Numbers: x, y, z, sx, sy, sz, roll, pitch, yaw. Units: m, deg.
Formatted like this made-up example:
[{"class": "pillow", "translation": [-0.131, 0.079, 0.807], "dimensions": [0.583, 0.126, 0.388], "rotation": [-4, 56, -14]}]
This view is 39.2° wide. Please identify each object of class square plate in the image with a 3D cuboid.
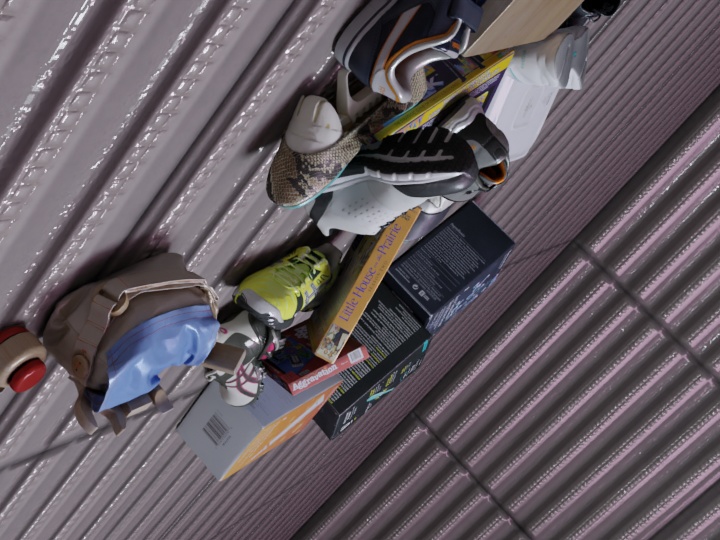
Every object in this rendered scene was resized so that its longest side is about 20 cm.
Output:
[{"class": "square plate", "translation": [0.197, -0.208, 1.238], "dimensions": [0.198, 0.028, 0.201], "rotation": [-22, 140, -53]}]

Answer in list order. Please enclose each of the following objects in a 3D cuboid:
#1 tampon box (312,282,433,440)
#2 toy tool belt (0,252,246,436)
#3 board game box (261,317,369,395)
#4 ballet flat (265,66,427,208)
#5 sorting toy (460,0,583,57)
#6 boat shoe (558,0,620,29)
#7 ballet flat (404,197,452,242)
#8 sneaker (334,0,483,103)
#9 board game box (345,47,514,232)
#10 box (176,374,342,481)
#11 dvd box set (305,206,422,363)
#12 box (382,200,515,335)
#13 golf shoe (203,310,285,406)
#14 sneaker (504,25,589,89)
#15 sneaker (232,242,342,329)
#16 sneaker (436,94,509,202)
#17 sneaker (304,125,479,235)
[{"class": "tampon box", "translation": [-0.008, 0.144, 1.601], "dimensions": [0.200, 0.126, 0.150], "rotation": [-38, 165, -21]}, {"class": "toy tool belt", "translation": [-0.195, 0.072, 0.835], "dimensions": [0.200, 0.123, 0.125], "rotation": [-30, 161, -45]}, {"class": "board game box", "translation": [-0.071, 0.102, 1.255], "dimensions": [0.103, 0.020, 0.200], "rotation": [-25, -165, -16]}, {"class": "ballet flat", "translation": [-0.015, -0.139, 0.883], "dimensions": [0.200, 0.068, 0.075], "rotation": [-43, 146, -27]}, {"class": "sorting toy", "translation": [0.175, -0.293, 0.900], "dimensions": [0.200, 0.070, 0.199], "rotation": [-45, 169, 35]}, {"class": "boat shoe", "translation": [0.257, -0.310, 1.116], "dimensions": [0.074, 0.066, 0.200], "rotation": [-43, 163, -14]}, {"class": "ballet flat", "translation": [0.102, -0.113, 1.274], "dimensions": [0.200, 0.073, 0.073], "rotation": [-43, 168, -33]}, {"class": "sneaker", "translation": [0.071, -0.225, 0.819], "dimensions": [0.200, 0.079, 0.078], "rotation": [-50, 165, 17]}, {"class": "board game box", "translation": [0.053, -0.148, 1.048], "dimensions": [0.200, 0.057, 0.166], "rotation": [-37, 163, -29]}, {"class": "box", "translation": [-0.138, 0.187, 1.413], "dimensions": [0.125, 0.098, 0.200], "rotation": [-52, 165, 31]}, {"class": "dvd box set", "translation": [0.000, 0.000, 1.174], "dimensions": [0.201, 0.029, 0.146], "rotation": [-60, -170, 5]}, {"class": "box", "translation": [0.135, 0.009, 1.654], "dimensions": [0.200, 0.107, 0.149], "rotation": [-39, 165, -22]}, {"class": "golf shoe", "translation": [-0.156, 0.105, 1.208], "dimensions": [0.088, 0.077, 0.200], "rotation": [-13, 151, -26]}, {"class": "sneaker", "translation": [0.205, -0.238, 1.117], "dimensions": [0.200, 0.080, 0.071], "rotation": [-21, 117, -65]}, {"class": "sneaker", "translation": [-0.079, 0.008, 1.124], "dimensions": [0.077, 0.075, 0.200], "rotation": [-56, 174, 18]}, {"class": "sneaker", "translation": [0.118, -0.107, 1.071], "dimensions": [0.074, 0.079, 0.200], "rotation": [-45, 167, -6]}, {"class": "sneaker", "translation": [0.025, -0.076, 0.913], "dimensions": [0.199, 0.080, 0.074], "rotation": [-1, -143, 40]}]
